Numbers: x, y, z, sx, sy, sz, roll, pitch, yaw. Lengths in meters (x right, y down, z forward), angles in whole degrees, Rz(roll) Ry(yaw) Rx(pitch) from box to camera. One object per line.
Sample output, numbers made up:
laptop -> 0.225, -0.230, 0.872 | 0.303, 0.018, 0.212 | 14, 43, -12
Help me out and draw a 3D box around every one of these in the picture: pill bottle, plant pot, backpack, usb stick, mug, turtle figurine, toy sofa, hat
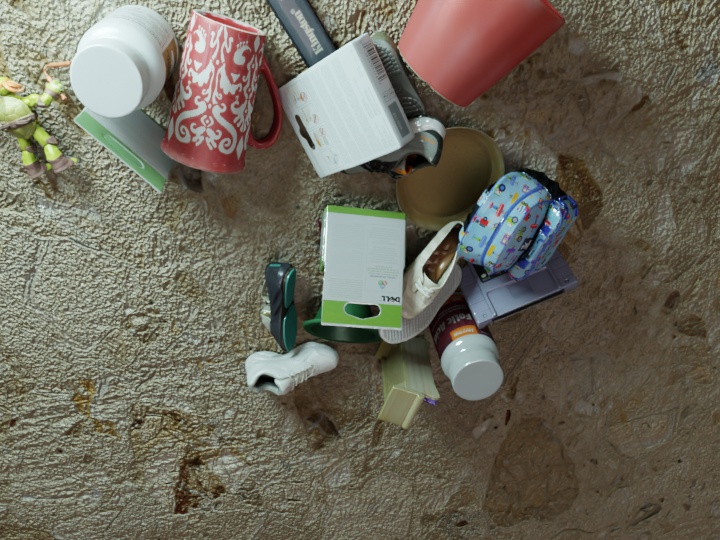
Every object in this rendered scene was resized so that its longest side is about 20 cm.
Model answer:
pill bottle -> 0.200, 0.143, 1.132 | 0.111, 0.201, 0.116 | -3, 122, -5
plant pot -> 0.155, -0.161, 1.033 | 0.195, 0.028, 0.203 | -6, 128, -8
backpack -> 0.259, -0.073, 0.997 | 0.198, 0.134, 0.185 | -14, 138, -55
plant pot -> 0.159, -0.352, 0.843 | 0.198, 0.203, 0.178 | 29, 124, -23
usb stick -> -0.079, -0.355, 0.891 | 0.055, 0.033, 0.201 | -29, 120, 12
pill bottle -> -0.320, -0.285, 0.805 | 0.111, 0.202, 0.117 | -3, 123, -5
mug -> -0.206, -0.272, 0.895 | 0.132, 0.177, 0.204 | 28, 116, 19
turtle figurine -> -0.503, -0.228, 0.897 | 0.196, 0.065, 0.164 | -17, 122, 3
toy sofa -> 0.087, 0.210, 1.160 | 0.096, 0.201, 0.084 | 18, 118, -12
hat -> -0.024, 0.033, 1.143 | 0.161, 0.180, 0.200 | 8, 162, -5

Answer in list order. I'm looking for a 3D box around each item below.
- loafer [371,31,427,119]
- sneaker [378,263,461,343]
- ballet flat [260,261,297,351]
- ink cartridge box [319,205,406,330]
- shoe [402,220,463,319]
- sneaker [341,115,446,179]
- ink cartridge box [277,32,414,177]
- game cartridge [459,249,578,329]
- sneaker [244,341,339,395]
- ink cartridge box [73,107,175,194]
loafer -> 0.060, -0.289, 0.927 | 0.073, 0.071, 0.201 | -8, 142, 18
sneaker -> 0.106, 0.061, 1.110 | 0.199, 0.082, 0.074 | -40, 100, -13
ballet flat -> -0.158, 0.066, 1.126 | 0.071, 0.074, 0.203 | -1, 128, -7
ink cartridge box -> 0.000, 0.000, 1.026 | 0.144, 0.076, 0.205 | 5, 80, -10
shoe -> 0.125, -0.004, 1.042 | 0.069, 0.053, 0.202 | 33, 86, -2
sneaker -> 0.043, -0.185, 0.949 | 0.197, 0.081, 0.074 | -9, 157, 34
ink cartridge box -> -0.028, -0.243, 0.905 | 0.198, 0.047, 0.162 | -9, 115, 49
game cartridge -> 0.287, 0.014, 1.104 | 0.196, 0.132, 0.039 | -23, 147, 3
sneaker -> -0.137, 0.210, 1.190 | 0.195, 0.100, 0.079 | -13, 123, 1
ink cartridge box -> -0.343, -0.186, 0.863 | 0.048, 0.201, 0.145 | -39, 118, 17
